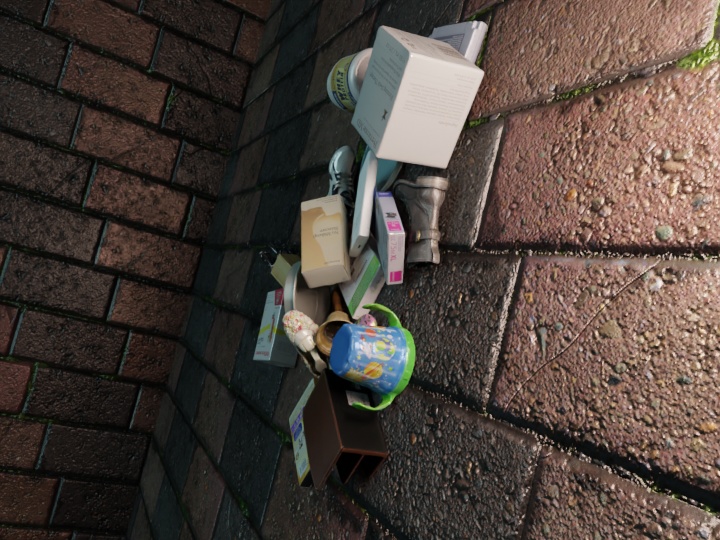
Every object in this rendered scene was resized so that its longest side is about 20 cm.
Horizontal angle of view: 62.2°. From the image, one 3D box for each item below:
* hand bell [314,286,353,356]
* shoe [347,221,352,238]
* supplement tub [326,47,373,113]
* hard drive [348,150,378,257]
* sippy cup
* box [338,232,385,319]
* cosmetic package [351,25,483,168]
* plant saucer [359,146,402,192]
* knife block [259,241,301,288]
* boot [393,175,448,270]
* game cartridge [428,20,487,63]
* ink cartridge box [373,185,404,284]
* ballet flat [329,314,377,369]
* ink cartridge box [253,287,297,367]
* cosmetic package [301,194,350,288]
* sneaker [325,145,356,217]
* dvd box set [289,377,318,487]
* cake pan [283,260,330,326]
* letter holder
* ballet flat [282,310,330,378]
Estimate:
[{"bbox_3d":[-0.050,0.098,1.390,0.105,0.103,0.201,-58,17,28],"label":"hand bell"},{"bbox_3d":[-0.066,-0.074,1.523,0.091,0.071,0.200,-50,6,-11],"label":"shoe"},{"bbox_3d":[0.003,-0.480,1.526,0.199,0.142,0.147,23,96,64],"label":"supplement tub"},{"bbox_3d":[0.007,-0.147,1.340,0.132,0.026,0.204,120,158,-69],"label":"hard drive"},{"bbox_3d":[0.016,0.163,1.138,0.141,0.129,0.179,-58,30,29],"label":"sippy cup"},{"bbox_3d":[0.000,0.000,1.377,0.146,0.036,0.201,-62,26,22],"label":"box"},{"bbox_3d":[0.104,-0.335,1.163,0.168,0.164,0.202,-119,41,-48],"label":"cosmetic package"},{"bbox_3d":[0.057,-0.268,1.428,0.200,0.027,0.203,-41,41,48],"label":"plant saucer"},{"bbox_3d":[-0.198,-0.001,1.594,0.201,0.173,0.065,-80,16,-69],"label":"knife block"},{"bbox_3d":[0.107,-0.090,1.180,0.200,0.068,0.178,-176,94,-71],"label":"boot"},{"bbox_3d":[0.185,-0.451,1.266,0.135,0.040,0.200,-66,26,7],"label":"game cartridge"},{"bbox_3d":[0.057,-0.079,1.236,0.201,0.041,0.121,-105,12,-54],"label":"ink cartridge box"},{"bbox_3d":[-0.025,0.187,1.268,0.069,0.071,0.202,37,112,32],"label":"ballet flat"},{"bbox_3d":[-0.223,0.162,1.674,0.145,0.082,0.204,-14,63,61],"label":"ink cartridge box"},{"bbox_3d":[-0.081,-0.069,1.378,0.071,0.103,0.203,64,-163,-55],"label":"cosmetic package"},{"bbox_3d":[-0.039,-0.213,1.531,0.129,0.078,0.202,38,110,61],"label":"sneaker"},{"bbox_3d":[-0.115,0.374,1.389,0.148,0.029,0.201,-61,28,24],"label":"dvd box set"},{"bbox_3d":[-0.127,0.066,1.431,0.036,0.200,0.204,-2,68,22],"label":"cake pan"},{"bbox_3d":[-0.040,0.325,1.194,0.143,0.099,0.201,-61,28,28],"label":"letter holder"},{"bbox_3d":[-0.110,0.174,1.350,0.075,0.201,0.064,-32,34,-4],"label":"ballet flat"}]
